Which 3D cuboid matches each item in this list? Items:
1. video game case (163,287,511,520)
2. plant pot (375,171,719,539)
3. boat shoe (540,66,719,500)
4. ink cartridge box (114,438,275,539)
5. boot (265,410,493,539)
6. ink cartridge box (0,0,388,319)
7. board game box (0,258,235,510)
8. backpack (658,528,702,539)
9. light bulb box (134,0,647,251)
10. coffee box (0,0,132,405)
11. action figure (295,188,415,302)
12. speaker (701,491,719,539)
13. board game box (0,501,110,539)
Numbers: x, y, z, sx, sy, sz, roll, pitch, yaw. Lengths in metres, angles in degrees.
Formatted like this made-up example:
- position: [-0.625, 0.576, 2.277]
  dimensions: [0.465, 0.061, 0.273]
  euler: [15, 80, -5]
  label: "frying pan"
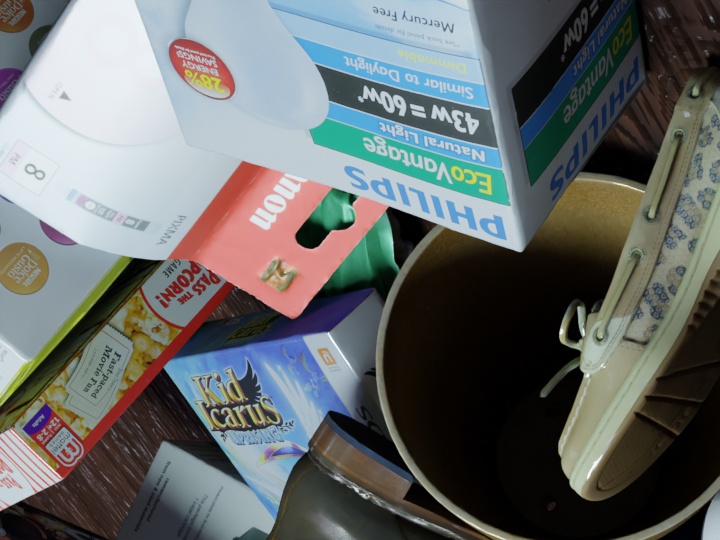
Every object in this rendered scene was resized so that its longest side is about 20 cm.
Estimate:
- position: [-0.010, 0.105, 1.254]
  dimensions: [0.200, 0.045, 0.182]
  euler: [-13, 114, 56]
  label: "video game case"
- position: [0.109, 0.072, 1.095]
  dimensions: [0.186, 0.187, 0.200]
  euler: [30, 166, 15]
  label: "plant pot"
- position: [0.137, 0.008, 0.960]
  dimensions: [0.063, 0.200, 0.073]
  euler: [30, -176, 28]
  label: "boat shoe"
- position: [-0.044, 0.196, 1.455]
  dimensions: [0.200, 0.083, 0.147]
  euler: [27, -177, 19]
  label: "ink cartridge box"
- position: [0.039, 0.170, 1.137]
  dimensions: [0.200, 0.097, 0.075]
  euler: [36, -173, 6]
  label: "boot"
- position: [-0.084, -0.062, 1.116]
  dimensions: [0.200, 0.057, 0.163]
  euler: [35, 126, -8]
  label: "ink cartridge box"
- position: [-0.163, 0.057, 1.327]
  dimensions: [0.046, 0.200, 0.151]
  euler: [46, 151, -9]
  label: "board game box"
- position: [0.152, 0.225, 1.249]
  dimensions: [0.182, 0.200, 0.135]
  euler: [-12, 105, 14]
  label: "backpack"
- position: [0.005, -0.139, 0.937]
  dimensions: [0.198, 0.125, 0.200]
  euler: [18, 145, 31]
  label: "light bulb box"
- position: [-0.230, -0.046, 1.255]
  dimensions: [0.198, 0.200, 0.200]
  euler: [40, 151, -4]
  label: "coffee box"
- position: [0.000, 0.000, 1.215]
  dimensions: [0.118, 0.055, 0.200]
  euler: [22, 142, 29]
  label: "action figure"
- position: [0.269, 0.137, 1.082]
  dimensions: [0.081, 0.081, 0.200]
  euler: [48, 150, -17]
  label: "speaker"
- position: [-0.178, 0.201, 1.389]
  dimensions: [0.199, 0.035, 0.135]
  euler: [24, -178, -8]
  label: "board game box"
